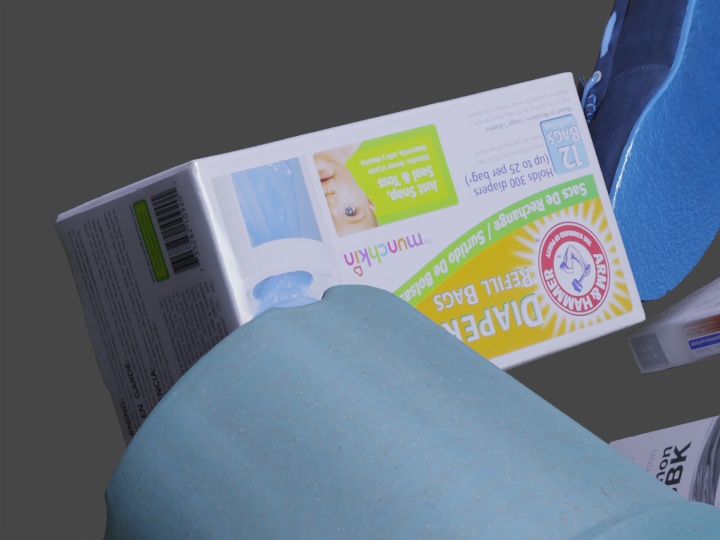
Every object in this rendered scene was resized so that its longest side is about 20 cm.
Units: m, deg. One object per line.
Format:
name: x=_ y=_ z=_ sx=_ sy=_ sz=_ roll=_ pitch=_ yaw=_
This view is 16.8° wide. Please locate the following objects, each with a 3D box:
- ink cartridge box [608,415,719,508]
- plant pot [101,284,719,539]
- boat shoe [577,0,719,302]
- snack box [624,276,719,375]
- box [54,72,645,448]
ink cartridge box: x=0.176 y=0.135 z=1.011 sx=0.083 sy=0.200 sz=0.147 roll=30 pitch=62 yaw=-25
plant pot: x=0.027 y=0.117 z=0.806 sx=0.200 sy=0.200 sz=0.196 roll=-18 pitch=47 yaw=-39
boat shoe: x=0.134 y=-0.069 z=1.113 sx=0.084 sy=0.069 sz=0.200 roll=43 pitch=58 yaw=-32
snack box: x=0.214 y=-0.004 z=1.153 sx=0.200 sy=0.072 sz=0.024 roll=-27 pitch=95 yaw=-38
box: x=0.000 y=0.000 z=0.969 sx=0.200 sy=0.101 sz=0.113 roll=-17 pitch=90 yaw=-39
